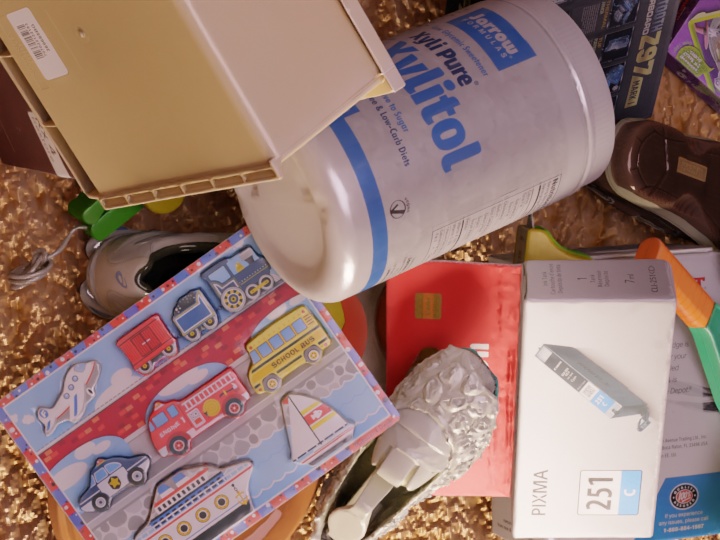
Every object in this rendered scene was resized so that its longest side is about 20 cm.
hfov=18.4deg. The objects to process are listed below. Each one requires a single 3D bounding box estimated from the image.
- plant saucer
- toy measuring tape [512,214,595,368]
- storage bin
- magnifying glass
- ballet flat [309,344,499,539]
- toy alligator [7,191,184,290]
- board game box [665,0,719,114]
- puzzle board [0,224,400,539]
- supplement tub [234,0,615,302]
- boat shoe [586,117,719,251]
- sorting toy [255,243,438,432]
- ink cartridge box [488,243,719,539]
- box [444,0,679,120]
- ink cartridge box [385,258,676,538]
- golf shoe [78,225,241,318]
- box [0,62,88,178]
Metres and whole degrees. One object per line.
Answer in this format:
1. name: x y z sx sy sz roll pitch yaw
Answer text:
1. plant saucer: -0.100 0.127 1.408 0.200 0.037 0.200 -16 121 -28
2. toy measuring tape: 0.136 -0.016 1.425 0.073 0.074 0.200 3 96 -24
3. storage bin: -0.113 -0.143 1.144 0.094 0.198 0.200 -42 111 -32
4. magnifying glass: 0.240 0.040 1.498 0.200 0.022 0.080 42 63 -40
5. ballet flat: 0.024 0.127 1.409 0.072 0.200 0.072 16 47 -18
6. toy alligator: -0.145 -0.062 1.386 0.200 0.059 0.054 -33 117 -18
7. board game box: 0.313 -0.146 1.605 0.200 0.032 0.120 39 75 -22
8. puzzle board: -0.098 0.086 1.338 0.200 0.017 0.151 -35 93 -1
9. supplement tub: 0.035 -0.075 1.312 0.200 0.132 0.132 -26 105 -25
10. boat shoe: 0.213 -0.062 1.545 0.202 0.075 0.075 28 74 -47
11. sorting toy: 0.000 0.000 1.418 0.185 0.036 0.200 -5 96 -53
12. ink cartridge box: 0.170 0.085 1.532 0.146 0.086 0.200 -4 95 -24
13. box: 0.132 -0.167 1.449 0.157 0.051 0.200 -17 142 -20
14. ink cartridge box: 0.103 0.083 1.400 0.176 0.045 0.200 0 127 1
15. golf shoe: -0.074 0.007 1.410 0.200 0.097 0.078 -4 95 -25
16. box: -0.139 -0.173 1.323 0.200 0.164 0.166 -28 107 -19
